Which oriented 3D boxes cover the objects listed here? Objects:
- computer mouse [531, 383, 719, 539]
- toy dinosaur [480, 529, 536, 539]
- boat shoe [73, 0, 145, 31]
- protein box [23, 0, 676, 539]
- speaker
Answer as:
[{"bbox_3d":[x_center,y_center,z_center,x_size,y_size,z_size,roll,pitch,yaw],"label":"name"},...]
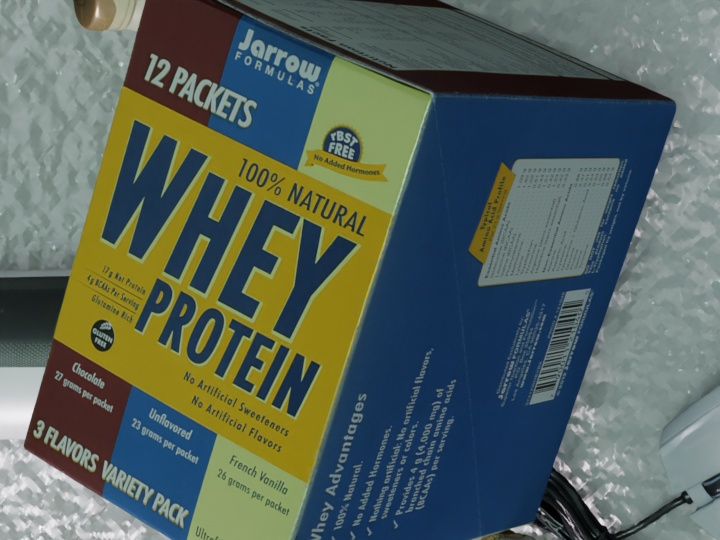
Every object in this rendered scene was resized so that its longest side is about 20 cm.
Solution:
[{"bbox_3d":[0.166,0.080,0.942,0.200,0.044,0.110,-38,86,20],"label":"computer mouse"},{"bbox_3d":[0.123,0.188,0.955,0.060,0.106,0.201,-32,102,-21],"label":"toy dinosaur"},{"bbox_3d":[-0.089,-0.205,0.969,0.064,0.072,0.202,2,89,-19],"label":"boat shoe"},{"bbox_3d":[0.000,0.000,0.883,0.134,0.199,0.200,26,107,30],"label":"protein box"},{"bbox_3d":[-0.161,0.040,1.022,0.198,0.081,0.082,0,99,18],"label":"speaker"}]
